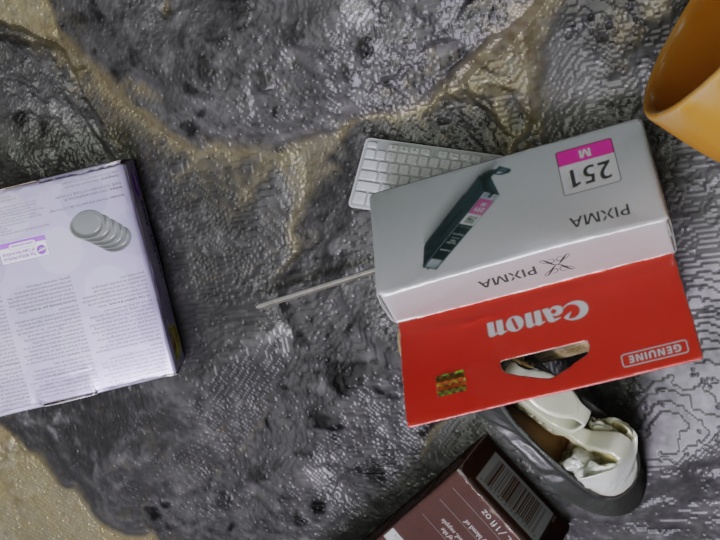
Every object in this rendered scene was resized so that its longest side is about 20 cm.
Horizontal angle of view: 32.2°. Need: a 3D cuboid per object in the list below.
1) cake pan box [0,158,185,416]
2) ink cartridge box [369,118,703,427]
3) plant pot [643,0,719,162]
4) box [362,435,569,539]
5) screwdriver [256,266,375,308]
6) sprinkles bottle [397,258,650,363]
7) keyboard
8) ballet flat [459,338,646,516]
[{"bbox_3d":[-0.264,0.018,1.038,0.199,0.052,0.185,-14,98,2],"label":"cake pan box"},{"bbox_3d":[0.109,0.000,0.827,0.199,0.174,0.044,-15,139,13],"label":"ink cartridge box"},{"bbox_3d":[0.298,-0.122,0.723,0.183,0.200,0.200,33,116,-6],"label":"plant pot"},{"bbox_3d":[0.056,0.233,0.984,0.100,0.075,0.200,46,119,5],"label":"box"},{"bbox_3d":[0.000,0.000,0.965,0.199,0.028,0.029,-13,128,23],"label":"screwdriver"},{"bbox_3d":[0.126,0.035,0.899,0.199,0.068,0.068,-18,97,27],"label":"sprinkles bottle"},{"bbox_3d":[0.089,-0.058,0.905,0.199,0.011,0.056,10,70,21],"label":"keyboard"},{"bbox_3d":[0.144,0.115,0.868,0.200,0.068,0.068,36,160,-23],"label":"ballet flat"}]
